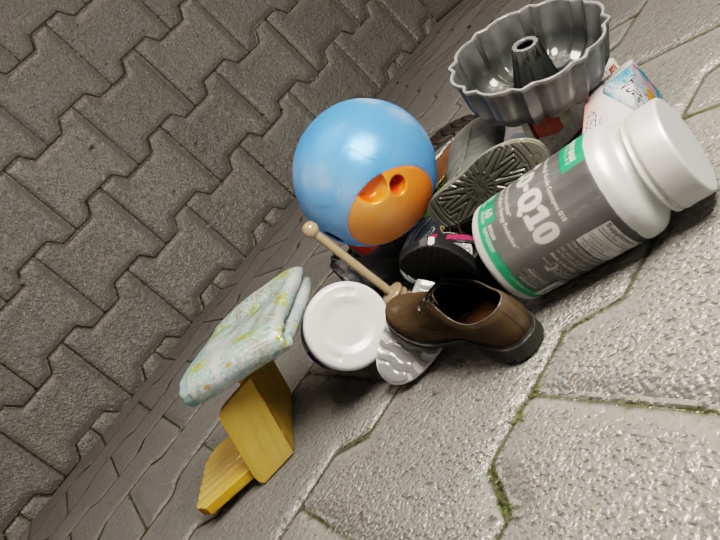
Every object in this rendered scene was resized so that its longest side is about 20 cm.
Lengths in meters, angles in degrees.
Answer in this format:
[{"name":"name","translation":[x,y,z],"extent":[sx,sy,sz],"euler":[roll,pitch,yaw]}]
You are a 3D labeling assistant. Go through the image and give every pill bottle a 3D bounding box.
[{"name":"pill bottle","translation":[-0.026,0.082,0.874],"extent":[0.111,0.111,0.200],"euler":[-51,0,-11]},{"name":"pill bottle","translation":[0.213,-0.063,0.602],"extent":[0.200,0.113,0.113],"euler":[-36,19,39]}]

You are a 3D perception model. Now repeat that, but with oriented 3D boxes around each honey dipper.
[{"name":"honey dipper","translation":[0.000,0.000,0.866],"extent":[0.038,0.200,0.038],"euler":[-47,19,21]}]

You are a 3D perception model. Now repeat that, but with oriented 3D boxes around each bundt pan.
[{"name":"bundt pan","translation":[0.217,-0.254,0.805],"extent":[0.201,0.076,0.203],"euler":[-19,41,18]}]

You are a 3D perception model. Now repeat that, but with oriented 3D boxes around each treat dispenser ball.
[{"name":"treat dispenser ball","translation":[0.006,-0.133,0.881],"extent":[0.201,0.201,0.201],"euler":[-44,16,16]}]

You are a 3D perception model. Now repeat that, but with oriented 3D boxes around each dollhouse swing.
[{"name":"dollhouse swing","translation":[-0.201,0.225,0.964],"extent":[0.175,0.183,0.200],"euler":[-27,17,1]}]

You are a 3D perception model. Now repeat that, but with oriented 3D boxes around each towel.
[{"name":"towel","translation":[-0.152,0.085,0.875],"extent":[0.171,0.048,0.200],"euler":[-35,18,19]}]

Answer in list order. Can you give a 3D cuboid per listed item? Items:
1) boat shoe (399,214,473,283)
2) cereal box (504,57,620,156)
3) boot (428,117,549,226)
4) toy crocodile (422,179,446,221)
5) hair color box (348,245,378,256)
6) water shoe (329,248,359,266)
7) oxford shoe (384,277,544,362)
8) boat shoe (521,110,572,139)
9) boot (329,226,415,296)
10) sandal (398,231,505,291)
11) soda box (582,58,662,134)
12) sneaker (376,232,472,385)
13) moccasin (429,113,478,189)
[{"name":"boat shoe","translation":[0.136,-0.059,0.886],"extent":[0.200,0.071,0.091],"euler":[-48,16,-1]},{"name":"cereal box","translation":[0.280,-0.222,0.949],"extent":[0.200,0.039,0.144],"euler":[-49,17,-1]},{"name":"boot","translation":[0.176,-0.154,0.847],"extent":[0.181,0.073,0.200],"euler":[-23,19,36]},{"name":"toy crocodile","translation":[0.152,-0.136,1.059],"extent":[0.067,0.062,0.201],"euler":[-2,47,32]},{"name":"hair color box","translation":[0.052,-0.113,1.092],"extent":[0.201,0.061,0.102],"euler":[-59,-5,-2]},{"name":"water shoe","translation":[0.026,-0.058,1.171],"extent":[0.200,0.079,0.072],"euler":[-45,16,10]},{"name":"oxford shoe","translation":[0.090,0.037,0.668],"extent":[0.199,0.084,0.073],"euler":[-2,50,50]},{"name":"boat shoe","translation":[0.254,-0.251,0.890],"extent":[0.062,0.071,0.201],"euler":[-24,33,28]},{"name":"boot","translation":[0.035,-0.027,0.967],"extent":[0.132,0.070,0.200],"euler":[-47,-11,10]},{"name":"sandal","translation":[0.100,-0.012,0.673],"extent":[0.075,0.200,0.045],"euler":[-6,76,30]},{"name":"soda box","translation":[0.292,-0.155,0.708],"extent":[0.068,0.064,0.201],"euler":[-35,20,39]},{"name":"sneaker","translation":[0.087,0.055,0.790],"extent":[0.201,0.074,0.082],"euler":[-59,-19,-16]},{"name":"moccasin","translation":[0.134,-0.169,1.004],"extent":[0.201,0.078,0.074],"euler":[-47,26,-9]}]
